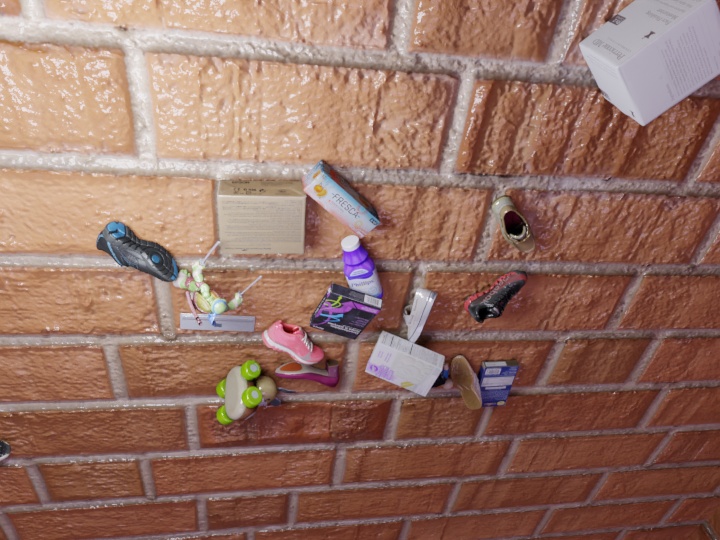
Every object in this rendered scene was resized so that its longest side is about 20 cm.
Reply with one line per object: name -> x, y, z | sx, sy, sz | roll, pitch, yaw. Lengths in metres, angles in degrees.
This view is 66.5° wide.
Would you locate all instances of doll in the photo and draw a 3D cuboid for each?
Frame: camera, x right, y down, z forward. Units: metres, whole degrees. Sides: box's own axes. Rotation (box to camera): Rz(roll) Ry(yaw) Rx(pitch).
doll -> 0.224, 0.330, 1.738 | 0.200, 0.049, 0.136 | 32, 117, -29

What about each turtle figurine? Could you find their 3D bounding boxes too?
turtle figurine -> -0.356, 0.032, 1.341 | 0.144, 0.193, 0.201 | 14, 87, -46

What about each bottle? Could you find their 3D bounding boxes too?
bottle -> 0.000, 0.000, 1.426 | 0.083, 0.065, 0.201 | -13, 129, 7

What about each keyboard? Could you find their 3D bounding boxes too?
keyboard -> -0.391, 0.144, 1.507 | 0.199, 0.011, 0.056 | 4, 132, -13

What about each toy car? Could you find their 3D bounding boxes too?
toy car -> -0.298, 0.372, 1.625 | 0.199, 0.158, 0.164 | 21, 134, -38

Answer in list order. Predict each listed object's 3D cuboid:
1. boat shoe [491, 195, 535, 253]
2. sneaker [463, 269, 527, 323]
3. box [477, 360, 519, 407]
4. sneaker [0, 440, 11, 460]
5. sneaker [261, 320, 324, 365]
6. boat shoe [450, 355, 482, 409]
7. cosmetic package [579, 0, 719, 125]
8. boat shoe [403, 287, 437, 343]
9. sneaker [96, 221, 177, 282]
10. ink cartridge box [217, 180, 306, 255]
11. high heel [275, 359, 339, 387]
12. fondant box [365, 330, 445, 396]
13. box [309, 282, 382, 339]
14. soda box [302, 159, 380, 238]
boat shoe -> 0.401, -0.104, 1.417 | 0.074, 0.067, 0.200 | -35, 126, 17
sneaker -> 0.388, 0.079, 1.540 | 0.200, 0.098, 0.071 | -35, 124, 16
box -> 0.445, 0.379, 1.828 | 0.120, 0.032, 0.201 | -1, 126, -9
sneaker -> -1.153, 0.570, 1.676 | 0.199, 0.071, 0.094 | -13, 147, -3
sneaker -> -0.175, 0.203, 1.550 | 0.200, 0.074, 0.087 | 27, 117, -27
boat shoe -> 0.342, 0.350, 1.768 | 0.070, 0.069, 0.201 | -12, 112, 24
cosmetic package -> 0.599, -0.444, 1.123 | 0.200, 0.165, 0.165 | -36, 125, 16
boat shoe -> 0.157, 0.126, 1.562 | 0.070, 0.071, 0.201 | 24, 135, 10
sneaker -> -0.530, -0.035, 1.309 | 0.082, 0.073, 0.200 | -33, 119, 30
ink cartridge box -> -0.228, -0.123, 1.283 | 0.199, 0.075, 0.165 | 0, 129, -11
high heel -> -0.158, 0.325, 1.649 | 0.199, 0.067, 0.097 | 0, 117, -14
fondant box -> 0.130, 0.277, 1.620 | 0.199, 0.058, 0.145 | 23, 132, 2
box -> -0.043, 0.115, 1.478 | 0.142, 0.036, 0.200 | 18, 144, -12
soda box -> -0.044, -0.165, 1.290 | 0.068, 0.064, 0.200 | -38, 125, 19
